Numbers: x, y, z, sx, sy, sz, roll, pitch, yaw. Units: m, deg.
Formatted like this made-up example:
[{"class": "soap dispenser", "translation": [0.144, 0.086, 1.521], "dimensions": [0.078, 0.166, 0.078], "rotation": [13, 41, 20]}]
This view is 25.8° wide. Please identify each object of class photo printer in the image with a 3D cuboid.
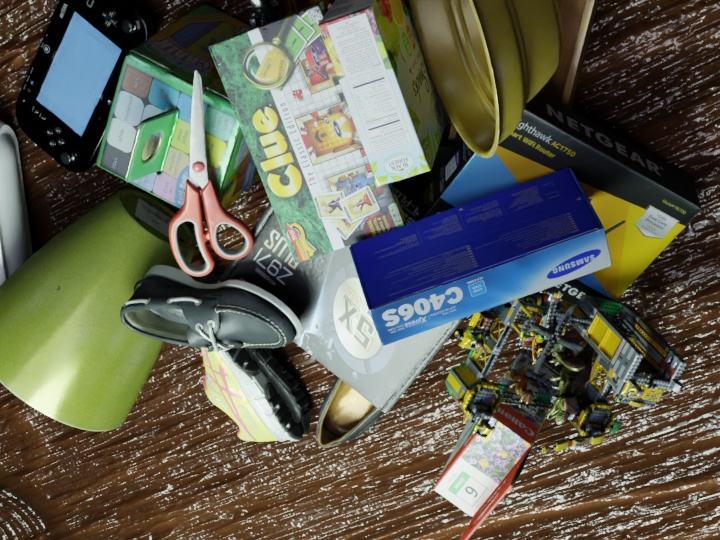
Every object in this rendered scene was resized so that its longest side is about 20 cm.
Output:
[{"class": "photo printer", "translation": [-0.428, -0.077, 1.642], "dimensions": [0.165, 0.069, 0.201], "rotation": [8, 118, 18]}]

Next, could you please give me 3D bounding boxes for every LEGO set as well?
[{"class": "LEGO set", "translation": [0.183, 0.098, 1.358], "dimensions": [0.199, 0.116, 0.154], "rotation": [20, 110, -34]}]

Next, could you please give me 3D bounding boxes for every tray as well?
[{"class": "tray", "translation": [0.144, -0.189, 1.370], "dimensions": [0.098, 0.037, 0.201], "rotation": [18, 121, 13]}]

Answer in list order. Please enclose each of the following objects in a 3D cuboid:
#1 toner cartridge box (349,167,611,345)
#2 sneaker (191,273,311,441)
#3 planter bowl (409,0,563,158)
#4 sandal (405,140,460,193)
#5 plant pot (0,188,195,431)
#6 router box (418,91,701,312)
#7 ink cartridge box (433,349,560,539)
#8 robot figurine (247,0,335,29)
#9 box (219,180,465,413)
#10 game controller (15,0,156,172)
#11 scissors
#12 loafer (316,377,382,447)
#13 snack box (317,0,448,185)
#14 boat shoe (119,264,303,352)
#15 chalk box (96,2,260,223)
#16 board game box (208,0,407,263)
[{"class": "toner cartridge box", "translation": [0.097, -0.012, 1.296], "dimensions": [0.199, 0.095, 0.043], "rotation": [-19, 128, 2]}, {"class": "sneaker", "translation": [-0.135, 0.097, 1.606], "dimensions": [0.090, 0.078, 0.201], "rotation": [-18, 106, 35]}, {"class": "planter bowl", "translation": [0.106, -0.197, 1.246], "dimensions": [0.083, 0.200, 0.202], "rotation": [-19, 110, -8]}, {"class": "sandal", "translation": [0.027, -0.088, 1.442], "dimensions": [0.199, 0.045, 0.075], "rotation": [3, 126, 38]}, {"class": "plant pot", "translation": [-0.259, 0.023, 1.574], "dimensions": [0.187, 0.187, 0.200], "rotation": [38, 107, 1]}, {"class": "router box", "translation": [0.171, -0.060, 1.374], "dimensions": [0.199, 0.051, 0.149], "rotation": [26, 124, -18]}, {"class": "ink cartridge box", "translation": [0.121, 0.164, 1.457], "dimensions": [0.050, 0.200, 0.109], "rotation": [35, 123, 2]}, {"class": "robot figurine", "translation": [-0.050, -0.225, 1.376], "dimensions": [0.058, 0.145, 0.201], "rotation": [-6, 121, 18]}, {"class": "box", "translation": [0.000, 0.000, 1.427], "dimensions": [0.200, 0.086, 0.164], "rotation": [39, 125, 1]}, {"class": "game controller", "translation": [-0.271, -0.193, 1.536], "dimensions": [0.104, 0.042, 0.200], "rotation": [34, 122, 3]}, {"class": "scissors", "translation": [-0.145, -0.078, 1.354], "dimensions": [0.073, 0.014, 0.201], "rotation": [-13, 128, 2]}, {"class": "loafer", "translation": [0.018, 0.100, 1.545], "dimensions": [0.073, 0.072, 0.201], "rotation": [32, 122, 6]}, {"class": "snack box", "translation": [0.025, -0.171, 1.327], "dimensions": [0.053, 0.200, 0.143], "rotation": [-15, 109, 15]}, {"class": "boat shoe", "translation": [-0.138, 0.047, 1.437], "dimensions": [0.199, 0.060, 0.076], "rotation": [7, 138, 43]}, {"class": "chalk box", "translation": [-0.148, -0.137, 1.418], "dimensions": [0.123, 0.200, 0.125], "rotation": [27, 123, 7]}, {"class": "board game box", "translation": [-0.043, -0.113, 1.322], "dimensions": [0.104, 0.023, 0.201], "rotation": [-18, 104, 17]}]
